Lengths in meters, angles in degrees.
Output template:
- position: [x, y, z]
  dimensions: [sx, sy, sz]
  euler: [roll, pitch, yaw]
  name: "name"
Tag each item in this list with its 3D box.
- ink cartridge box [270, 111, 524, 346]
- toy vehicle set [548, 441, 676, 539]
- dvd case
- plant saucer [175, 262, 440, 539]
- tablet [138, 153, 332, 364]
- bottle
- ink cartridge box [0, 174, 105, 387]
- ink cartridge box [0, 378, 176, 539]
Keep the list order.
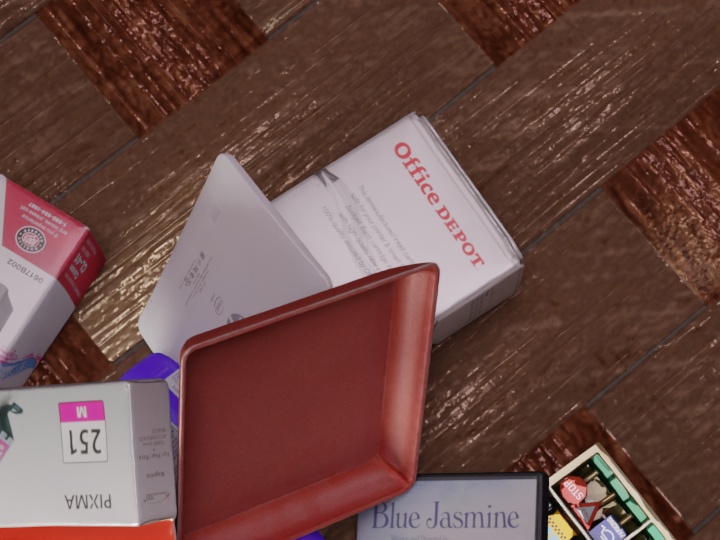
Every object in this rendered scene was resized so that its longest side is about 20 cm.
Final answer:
- position: [0.000, 0.000, 1.433]
  dimensions: [0.199, 0.085, 0.146]
  euler: [-33, 75, -7]
  name: "ink cartridge box"
- position: [0.182, 0.238, 1.388]
  dimensions: [0.124, 0.027, 0.200]
  euler: [-36, 76, -9]
  name: "toy vehicle set"
- position: [0.061, 0.242, 1.369]
  dimensions: [0.142, 0.018, 0.201]
  euler: [-4, 72, 22]
  name: "dvd case"
- position: [-0.044, 0.094, 1.302]
  dimensions: [0.199, 0.201, 0.037]
  euler: [-19, 42, -30]
  name: "plant saucer"
- position: [-0.093, 0.026, 1.375]
  dimensions: [0.014, 0.200, 0.130]
  euler: [-22, 64, -39]
  name: "tablet"
- position: [-0.100, 0.151, 1.388]
  dimensions: [0.200, 0.084, 0.065]
  euler: [43, 41, 8]
  name: "bottle"
- position: [-0.303, 0.026, 1.429]
  dimensions: [0.147, 0.086, 0.201]
  euler: [30, 74, 9]
  name: "ink cartridge box"
- position: [-0.208, 0.163, 1.290]
  dimensions: [0.199, 0.043, 0.175]
  euler: [-6, 87, 34]
  name: "ink cartridge box"
